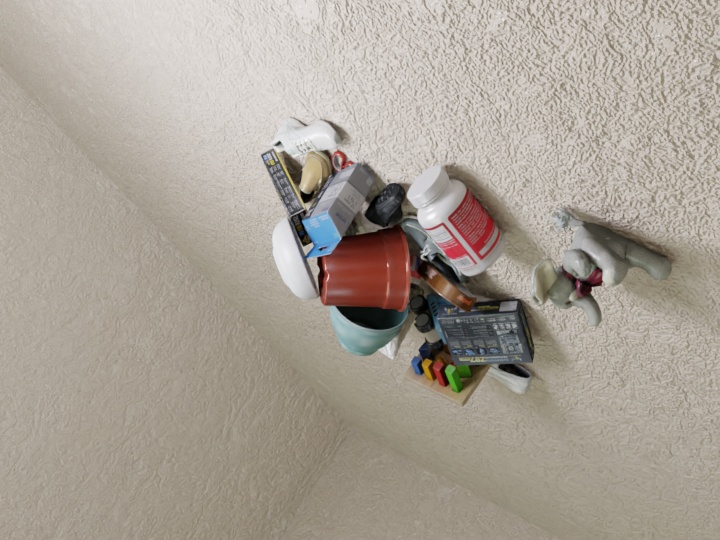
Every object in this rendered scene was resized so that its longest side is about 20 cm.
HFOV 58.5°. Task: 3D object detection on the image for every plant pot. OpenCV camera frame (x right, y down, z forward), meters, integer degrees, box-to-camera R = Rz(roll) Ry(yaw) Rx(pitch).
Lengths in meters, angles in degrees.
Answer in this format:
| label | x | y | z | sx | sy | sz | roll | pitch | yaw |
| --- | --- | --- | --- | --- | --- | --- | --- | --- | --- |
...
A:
| label | x | y | z | sx | sy | sz | roll | pitch | yaw |
| --- | --- | --- | --- | --- | --- | --- | --- | --- | --- |
| plant pot | 0.009 | 0.124 | 1.602 | 0.197 | 0.200 | 0.137 | 31 | 130 | 17 |
| plant pot | 0.000 | 0.000 | 1.496 | 0.189 | 0.207 | 0.201 | -3 | 164 | -12 |

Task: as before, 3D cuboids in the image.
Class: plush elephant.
| label | x | y | z | sx | sy | sz | roll | pitch | yaw |
| --- | --- | --- | --- | --- | --- | --- | --- | --- | --- |
| plush elephant | 0.366 | 0.012 | 1.053 | 0.199 | 0.161 | 0.159 | 41 | 125 | 39 |

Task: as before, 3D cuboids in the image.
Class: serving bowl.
| label | x | y | z | sx | sy | sz | roll | pitch | yaw |
| --- | --- | --- | --- | --- | --- | --- | --- | --- | --- |
| serving bowl | -0.162 | -0.020 | 1.519 | 0.200 | 0.064 | 0.205 | 158 | 91 | -89 |

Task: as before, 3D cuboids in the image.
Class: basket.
| label | x | y | z | sx | sy | sz | roll | pitch | yaw |
| --- | --- | --- | --- | --- | --- | --- | --- | --- | --- |
| basket | 0.059 | 0.110 | 1.801 | 0.195 | 0.162 | 0.201 | 33 | 159 | 13 |

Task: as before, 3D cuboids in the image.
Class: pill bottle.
| label | x | y | z | sx | sy | sz | roll | pitch | yaw |
| --- | --- | --- | --- | --- | --- | --- | --- | --- | --- |
| pill bottle | 0.180 | -0.096 | 1.227 | 0.200 | 0.113 | 0.111 | 46 | 158 | -21 |

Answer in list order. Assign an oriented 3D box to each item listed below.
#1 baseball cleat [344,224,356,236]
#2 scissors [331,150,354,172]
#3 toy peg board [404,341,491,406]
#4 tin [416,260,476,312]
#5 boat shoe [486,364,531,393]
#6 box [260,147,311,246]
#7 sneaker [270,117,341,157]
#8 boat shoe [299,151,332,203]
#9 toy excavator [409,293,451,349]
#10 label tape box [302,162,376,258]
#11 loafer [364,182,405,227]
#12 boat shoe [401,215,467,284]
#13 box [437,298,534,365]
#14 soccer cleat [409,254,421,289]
| label | x | y | z | sx | sy | sz | roll | pitch | yaw |
| --- | --- | --- | --- | --- | --- | --- | --- | --- | --- |
| baseball cleat | -0.069 | -0.135 | 1.633 | 0.105 | 0.070 | 0.202 | 28 | 158 | 24 |
| scissors | -0.039 | -0.213 | 1.507 | 0.072 | 0.014 | 0.201 | 33 | 160 | 8 |
| toy peg board | 0.232 | 0.215 | 1.681 | 0.196 | 0.201 | 0.099 | 19 | 146 | 41 |
| tin | 0.197 | 0.033 | 1.467 | 0.111 | 0.042 | 0.200 | 34 | -172 | -24 |
| boat shoe | 0.368 | 0.252 | 1.719 | 0.198 | 0.071 | 0.070 | 35 | 140 | 28 |
| box | -0.178 | -0.182 | 1.613 | 0.161 | 0.048 | 0.203 | 78 | 166 | -64 |
| sneaker | -0.119 | -0.280 | 1.404 | 0.197 | 0.081 | 0.071 | 15 | 149 | 45 |
| boat shoe | -0.113 | -0.216 | 1.530 | 0.071 | 0.077 | 0.201 | 34 | 159 | 8 |
| toy excavator | 0.240 | 0.123 | 1.628 | 0.101 | 0.196 | 0.197 | 53 | -164 | -41 |
| label tape box | -0.065 | -0.129 | 1.417 | 0.066 | 0.203 | 0.142 | 40 | 159 | -20 |
| loafer | 0.066 | -0.139 | 1.408 | 0.069 | 0.069 | 0.200 | 32 | 166 | -8 |
| boat shoe | 0.165 | -0.046 | 1.431 | 0.198 | 0.062 | 0.073 | 37 | 159 | 4 |
| box | 0.293 | 0.148 | 1.499 | 0.195 | 0.052 | 0.160 | -6 | 125 | 29 |
| soccer cleat | 0.123 | 0.004 | 1.631 | 0.066 | 0.076 | 0.200 | 14 | 177 | -2 |
